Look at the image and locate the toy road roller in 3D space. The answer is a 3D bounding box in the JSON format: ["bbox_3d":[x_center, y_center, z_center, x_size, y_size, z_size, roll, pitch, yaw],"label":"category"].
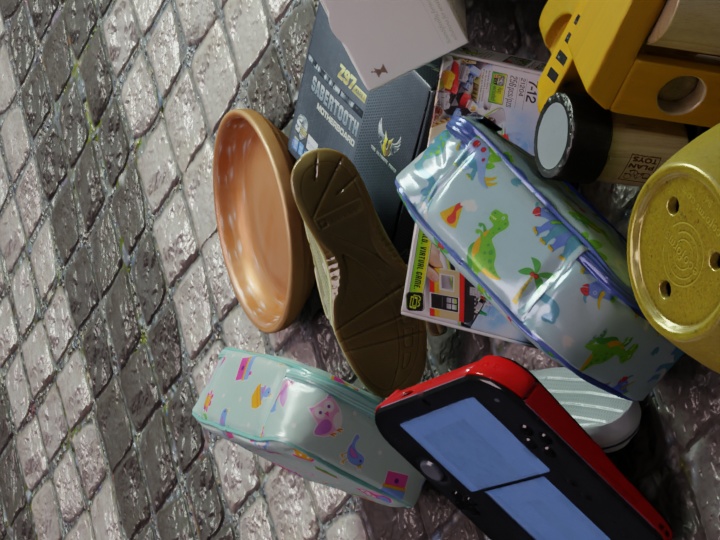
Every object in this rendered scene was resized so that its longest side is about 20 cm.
[{"bbox_3d":[0.182,-0.149,1.346,0.146,0.123,0.200,-104,29,-42],"label":"toy road roller"}]

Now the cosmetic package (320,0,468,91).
[{"bbox_3d":[0.019,-0.219,1.544,0.108,0.085,0.200,61,-169,-21],"label":"cosmetic package"}]

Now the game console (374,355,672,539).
[{"bbox_3d":[0.107,0.140,1.475,0.177,0.031,0.200,48,154,-8],"label":"game console"}]

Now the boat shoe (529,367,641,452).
[{"bbox_3d":[0.135,0.110,1.512,0.200,0.073,0.067,10,130,58],"label":"boat shoe"}]

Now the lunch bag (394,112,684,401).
[{"bbox_3d":[0.124,-0.009,1.392,0.082,0.161,0.200,-48,56,9],"label":"lunch bag"}]

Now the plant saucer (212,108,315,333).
[{"bbox_3d":[-0.082,-0.045,1.878,0.200,0.037,0.201,169,90,-70],"label":"plant saucer"}]

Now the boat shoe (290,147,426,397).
[{"bbox_3d":[-0.003,0.000,1.652,0.063,0.073,0.201,-131,17,-84],"label":"boat shoe"}]

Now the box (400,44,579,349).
[{"bbox_3d":[0.098,-0.053,1.519,0.110,0.035,0.201,14,109,16],"label":"box"}]

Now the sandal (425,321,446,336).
[{"bbox_3d":[0.078,-0.042,1.598,0.080,0.054,0.201,-64,-16,-73],"label":"sandal"}]

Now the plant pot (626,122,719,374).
[{"bbox_3d":[0.239,-0.013,1.224,0.200,0.142,0.201,4,95,61],"label":"plant pot"}]

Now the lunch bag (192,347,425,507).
[{"bbox_3d":[-0.034,0.128,1.715,0.200,0.160,0.077,9,73,61],"label":"lunch bag"}]

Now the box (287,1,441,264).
[{"bbox_3d":[0.014,-0.121,1.712,0.200,0.051,0.158,50,134,47],"label":"box"}]
